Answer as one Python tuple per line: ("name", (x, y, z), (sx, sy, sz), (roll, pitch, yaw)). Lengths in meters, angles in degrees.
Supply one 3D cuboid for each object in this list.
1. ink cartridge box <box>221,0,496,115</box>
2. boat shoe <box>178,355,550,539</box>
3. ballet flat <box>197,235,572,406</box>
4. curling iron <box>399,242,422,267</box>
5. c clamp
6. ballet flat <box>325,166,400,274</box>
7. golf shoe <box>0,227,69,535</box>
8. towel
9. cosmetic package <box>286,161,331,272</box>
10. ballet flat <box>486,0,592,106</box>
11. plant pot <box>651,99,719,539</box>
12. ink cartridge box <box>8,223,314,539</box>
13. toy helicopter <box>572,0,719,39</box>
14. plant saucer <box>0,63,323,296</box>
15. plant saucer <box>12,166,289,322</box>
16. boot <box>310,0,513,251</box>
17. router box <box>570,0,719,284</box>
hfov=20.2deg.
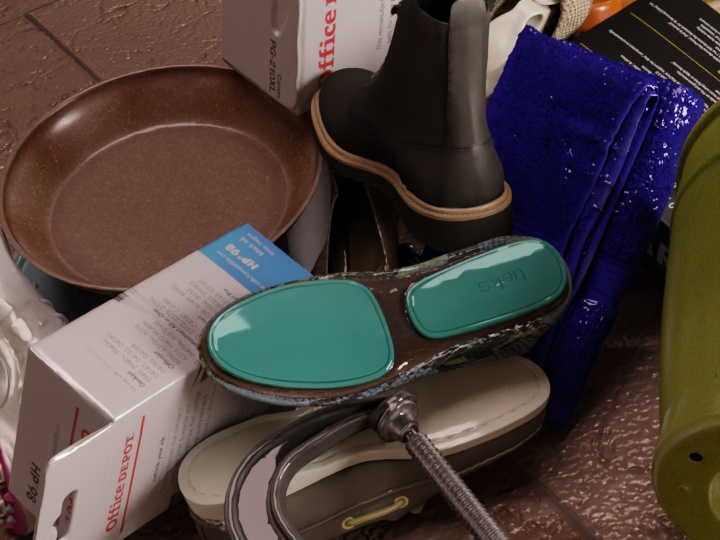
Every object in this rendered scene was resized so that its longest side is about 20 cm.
("ink cartridge box", (0.013, -0.203, 1.249), (0.199, 0.146, 0.084), (-27, 47, -33))
("boat shoe", (0.006, 0.100, 1.068), (0.200, 0.061, 0.072), (-17, 38, -4))
("ballet flat", (0.013, 0.035, 1.044), (0.198, 0.075, 0.074), (-10, 31, -11))
("curling iron", (0.086, -0.003, 1.212), (0.198, 0.050, 0.026), (-5, 49, 9))
("c clamp", (0.035, 0.132, 0.988), (0.171, 0.027, 0.200), (-39, 62, -12))
("ballet flat", (0.000, 0.000, 1.166), (0.067, 0.046, 0.201), (-21, 52, 33))
("golf shoe", (-0.185, 0.056, 1.171), (0.091, 0.075, 0.201), (-11, 61, -13))
("towel", (0.097, -0.030, 1.130), (0.147, 0.049, 0.201), (28, 96, 46))
("cosmetic package", (-0.058, -0.051, 1.337), (0.082, 0.051, 0.200), (-3, 35, 21))
("ballet flat", (0.072, -0.112, 1.254), (0.068, 0.201, 0.075), (38, 22, 12))
("plant pot", (0.225, 0.041, 0.973), (0.199, 0.201, 0.194), (4, 48, 27))
("ink cartridge box", (-0.116, 0.071, 1.064), (0.067, 0.116, 0.199), (39, 47, 23))
("toy helicopter", (0.197, -0.173, 1.422), (0.199, 0.080, 0.132), (-15, 21, -20))
("plant saucer", (-0.118, -0.048, 1.221), (0.199, 0.037, 0.201), (-5, 46, 5))
("plant saucer", (-0.141, 0.008, 1.238), (0.199, 0.027, 0.201), (-10, 53, 14))
("boot", (0.028, -0.113, 1.116), (0.077, 0.139, 0.200), (-16, 30, -22))
("router box", (0.200, -0.073, 1.199), (0.149, 0.051, 0.200), (-32, 58, -23))
